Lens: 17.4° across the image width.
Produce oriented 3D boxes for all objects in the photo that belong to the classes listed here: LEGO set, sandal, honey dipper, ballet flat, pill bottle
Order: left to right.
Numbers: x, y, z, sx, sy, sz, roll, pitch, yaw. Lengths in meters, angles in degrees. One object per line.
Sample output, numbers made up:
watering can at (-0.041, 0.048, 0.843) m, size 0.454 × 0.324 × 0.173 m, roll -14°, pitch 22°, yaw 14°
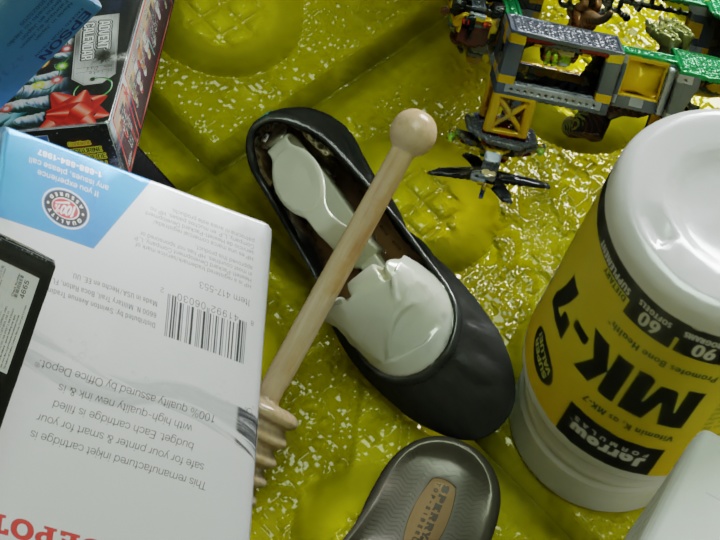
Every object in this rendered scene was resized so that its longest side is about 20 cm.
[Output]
honey dipper at (-0.019, 0.014, 1.094) m, size 0.038 × 0.038 × 0.201 m, roll 28°, pitch 87°, yaw 4°
ballet flat at (0.000, 0.000, 1.143) m, size 0.068 × 0.068 × 0.200 m, roll -42°, pitch 66°, yaw 11°
sandal at (0.020, 0.153, 1.063) m, size 0.081 × 0.055 × 0.200 m, roll 25°, pitch 56°, yaw 2°
LEGO set at (0.125, -0.077, 1.215) m, size 0.199 × 0.116 × 0.154 m, roll 8°, pitch 28°, yaw -16°
pill bottle at (0.141, 0.026, 1.085) m, size 0.114 × 0.200 × 0.115 m, roll 7°, pitch 57°, yaw -10°

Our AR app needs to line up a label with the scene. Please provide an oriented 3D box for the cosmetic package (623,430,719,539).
cosmetic package at (0.154, 0.214, 0.993) m, size 0.167 × 0.167 × 0.200 m, roll 30°, pitch 56°, yaw 6°

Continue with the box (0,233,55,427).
box at (-0.217, 0.076, 0.959) m, size 0.043 × 0.160 × 0.201 m, roll 28°, pitch 75°, yaw -42°

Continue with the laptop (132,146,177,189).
laptop at (-0.193, 0.005, 1.129) m, size 0.200 × 0.116 × 0.187 m, roll 47°, pitch 55°, yaw -18°

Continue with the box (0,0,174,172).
box at (-0.165, -0.112, 1.133) m, size 0.136 × 0.040 × 0.200 m, roll -4°, pitch 41°, yaw 10°

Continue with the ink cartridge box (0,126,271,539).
ink cartridge box at (-0.124, 0.059, 1.027) m, size 0.146 × 0.086 × 0.201 m, roll 20°, pitch 61°, yaw -31°

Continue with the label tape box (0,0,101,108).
label tape box at (-0.228, -0.142, 1.040) m, size 0.143 × 0.066 × 0.200 m, roll -44°, pitch 65°, yaw 11°
